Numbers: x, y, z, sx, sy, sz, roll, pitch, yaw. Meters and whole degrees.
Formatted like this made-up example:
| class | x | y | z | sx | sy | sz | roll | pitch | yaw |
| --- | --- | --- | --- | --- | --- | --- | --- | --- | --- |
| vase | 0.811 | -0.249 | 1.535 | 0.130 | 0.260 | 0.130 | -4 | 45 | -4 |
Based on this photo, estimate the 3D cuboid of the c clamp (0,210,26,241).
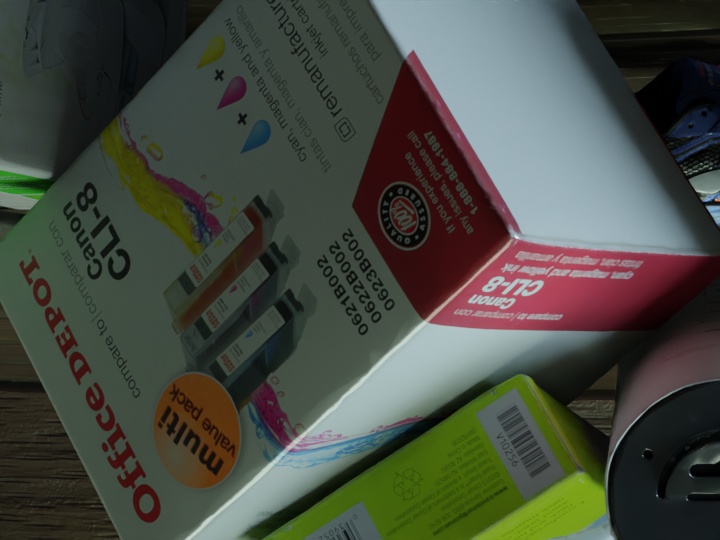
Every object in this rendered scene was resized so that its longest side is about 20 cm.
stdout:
| class | x | y | z | sx | sy | sz | roll | pitch | yaw |
| --- | --- | --- | --- | --- | --- | --- | --- | --- | --- |
| c clamp | -0.212 | 0.003 | 0.983 | 0.170 | 0.027 | 0.200 | -16 | 164 | 31 |

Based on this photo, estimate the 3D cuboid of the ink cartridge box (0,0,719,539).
| class | x | y | z | sx | sy | sz | roll | pitch | yaw |
| --- | --- | --- | --- | --- | --- | --- | --- | --- | --- |
| ink cartridge box | -0.004 | -0.003 | 0.851 | 0.200 | 0.146 | 0.144 | -44 | 153 | 29 |

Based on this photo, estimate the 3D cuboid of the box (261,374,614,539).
| class | x | y | z | sx | sy | sz | roll | pitch | yaw |
| --- | --- | --- | --- | --- | --- | --- | --- | --- | --- |
| box | 0.047 | 0.104 | 0.890 | 0.122 | 0.048 | 0.200 | -34 | 158 | 9 |

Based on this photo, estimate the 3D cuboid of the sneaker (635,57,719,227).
| class | x | y | z | sx | sy | sz | roll | pitch | yaw |
| --- | --- | --- | --- | --- | --- | --- | --- | --- | --- |
| sneaker | 0.164 | -0.057 | 1.034 | 0.199 | 0.079 | 0.075 | -14 | -154 | 4 |

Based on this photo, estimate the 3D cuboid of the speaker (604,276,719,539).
| class | x | y | z | sx | sy | sz | roll | pitch | yaw |
| --- | --- | --- | --- | --- | --- | --- | --- | --- | --- |
| speaker | 0.130 | 0.053 | 0.852 | 0.081 | 0.082 | 0.200 | 2 | -168 | 7 |

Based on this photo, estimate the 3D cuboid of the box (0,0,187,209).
| class | x | y | z | sx | sy | sz | roll | pitch | yaw |
| --- | --- | --- | --- | --- | --- | --- | --- | --- | --- |
| box | -0.195 | -0.080 | 0.895 | 0.199 | 0.097 | 0.176 | 0 | 175 | 28 |
